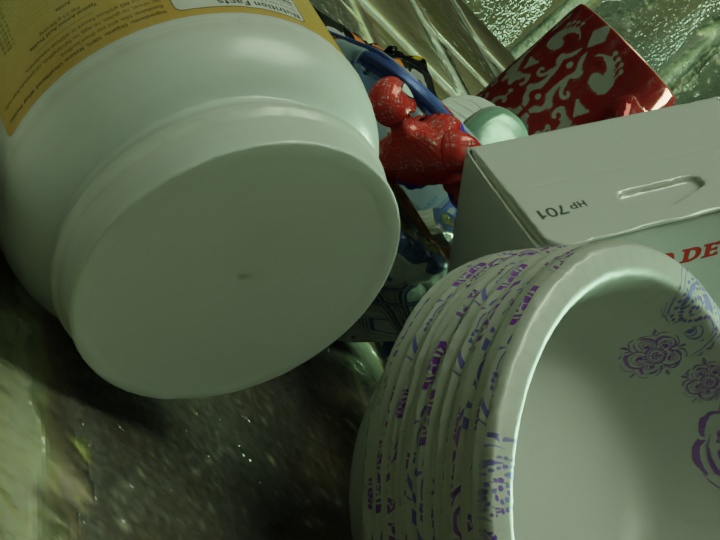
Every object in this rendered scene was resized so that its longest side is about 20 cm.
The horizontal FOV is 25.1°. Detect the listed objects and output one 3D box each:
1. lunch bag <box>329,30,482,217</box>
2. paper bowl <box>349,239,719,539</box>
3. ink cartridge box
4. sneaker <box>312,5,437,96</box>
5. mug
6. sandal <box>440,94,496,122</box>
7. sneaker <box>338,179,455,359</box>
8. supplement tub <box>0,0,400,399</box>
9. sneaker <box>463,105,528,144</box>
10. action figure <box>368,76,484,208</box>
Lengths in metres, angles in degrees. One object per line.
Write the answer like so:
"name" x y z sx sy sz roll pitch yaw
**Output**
"lunch bag" 0.001 -0.078 0.966 0.160 0.076 0.200 38 -3 -37
"paper bowl" 0.074 0.091 0.656 0.200 0.104 0.201 6 82 -46
"ink cartridge box" 0.120 0.027 0.800 0.086 0.146 0.200 -123 -151 -44
"sneaker" 0.002 -0.137 1.158 0.200 0.090 0.070 50 -26 -18
"mug" 0.150 -0.085 1.254 0.178 0.200 0.133 48 7 27
"sandal" 0.050 -0.054 1.113 0.082 0.050 0.203 48 43 -12
"sneaker" 0.000 0.000 0.821 0.200 0.088 0.075 34 25 -52
"supplement tub" -0.080 -0.065 0.618 0.145 0.145 0.200 34 21 -49
"sneaker" 0.103 -0.045 1.033 0.074 0.118 0.201 34 49 -21
"action figure" 0.063 -0.041 0.813 0.200 0.065 0.052 35 63 -48
